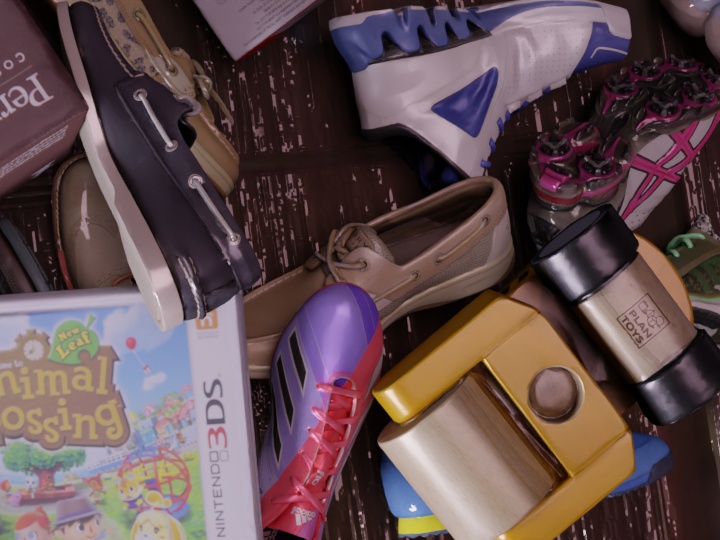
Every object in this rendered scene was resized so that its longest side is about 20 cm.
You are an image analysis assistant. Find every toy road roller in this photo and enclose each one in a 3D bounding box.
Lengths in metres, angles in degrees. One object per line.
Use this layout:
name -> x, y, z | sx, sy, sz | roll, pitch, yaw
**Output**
toy road roller -> 0.105, 0.060, 0.851 | 0.199, 0.146, 0.123 | -39, 95, -3

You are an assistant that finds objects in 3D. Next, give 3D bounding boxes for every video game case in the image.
video game case -> -0.155, 0.102, 0.784 | 0.197, 0.022, 0.184 | -4, 99, 2

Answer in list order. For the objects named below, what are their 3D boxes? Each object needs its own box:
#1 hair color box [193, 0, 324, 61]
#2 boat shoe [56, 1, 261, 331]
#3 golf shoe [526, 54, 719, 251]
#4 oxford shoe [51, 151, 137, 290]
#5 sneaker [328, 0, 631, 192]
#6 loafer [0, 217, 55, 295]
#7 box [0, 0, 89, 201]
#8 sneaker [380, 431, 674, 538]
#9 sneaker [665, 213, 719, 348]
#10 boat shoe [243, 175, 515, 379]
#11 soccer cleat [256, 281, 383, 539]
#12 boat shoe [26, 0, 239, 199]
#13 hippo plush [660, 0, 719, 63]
hair color box -> -0.081, -0.242, 0.859 | 0.201, 0.110, 0.064 | 56, 26, -7
boat shoe -> -0.110, -0.063, 0.767 | 0.062, 0.073, 0.201 | -18, 65, -13
golf shoe -> 0.176, -0.075, 0.965 | 0.199, 0.072, 0.093 | -35, 141, -32
oxford shoe -> -0.121, 0.023, 0.837 | 0.070, 0.074, 0.202 | -23, 92, -20
sneaker -> 0.074, -0.111, 0.927 | 0.197, 0.080, 0.117 | -8, 99, -24
loafer -> -0.177, 0.071, 0.818 | 0.062, 0.072, 0.202 | -28, 95, -14
box -> -0.266, -0.111, 0.749 | 0.165, 0.164, 0.201 | -36, 96, -15
sneaker -> 0.107, 0.112, 0.913 | 0.198, 0.066, 0.079 | -7, 83, -20
sneaker -> 0.221, 0.006, 0.975 | 0.198, 0.077, 0.089 | 1, 57, -20
boat shoe -> 0.000, 0.000, 0.868 | 0.198, 0.072, 0.065 | -22, 133, -12
soccer cleat -> -0.031, 0.106, 0.822 | 0.066, 0.077, 0.202 | 16, 107, -21
boat shoe -> -0.130, -0.131, 0.853 | 0.063, 0.073, 0.201 | -40, 97, -16
hippo plush -> 0.304, -0.227, 1.002 | 0.160, 0.158, 0.203 | 0, 95, -48
